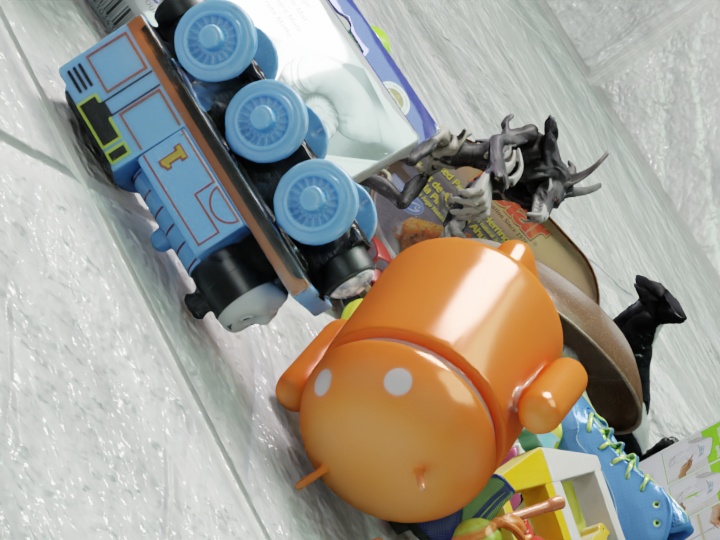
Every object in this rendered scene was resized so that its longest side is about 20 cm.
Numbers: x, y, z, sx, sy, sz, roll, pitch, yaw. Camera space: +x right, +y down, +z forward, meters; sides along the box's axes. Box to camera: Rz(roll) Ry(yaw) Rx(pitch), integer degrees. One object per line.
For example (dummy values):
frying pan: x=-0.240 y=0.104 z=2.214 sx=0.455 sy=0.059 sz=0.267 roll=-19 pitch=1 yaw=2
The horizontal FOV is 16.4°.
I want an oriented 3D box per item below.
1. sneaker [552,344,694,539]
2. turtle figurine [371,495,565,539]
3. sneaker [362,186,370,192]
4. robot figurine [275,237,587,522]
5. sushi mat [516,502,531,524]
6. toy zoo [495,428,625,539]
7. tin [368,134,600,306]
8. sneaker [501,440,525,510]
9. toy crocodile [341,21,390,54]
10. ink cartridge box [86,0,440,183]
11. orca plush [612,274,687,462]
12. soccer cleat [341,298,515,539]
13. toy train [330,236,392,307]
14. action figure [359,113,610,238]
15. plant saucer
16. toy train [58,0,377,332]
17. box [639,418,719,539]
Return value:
sneaker: x=0.163 y=0.141 z=1.631 sx=0.076 sy=0.105 sz=0.200 roll=57 pitch=30 yaw=-69
turtle figurine: x=0.092 y=0.195 z=1.360 sx=0.200 sy=0.064 sz=0.161 roll=-16 pitch=79 yaw=-56
sneaker: x=0.021 y=-0.072 z=1.891 sx=0.200 sy=0.074 sz=0.082 roll=46 pitch=21 yaw=-3
robot figurine: x=0.041 y=0.059 z=1.379 sx=0.144 sy=0.117 sz=0.200 roll=34 pitch=44 yaw=3
sushi mat: x=0.082 y=0.110 z=1.757 sx=0.096 sy=0.012 sz=0.200 roll=45 pitch=16 yaw=-39
toy zoo: x=0.128 y=0.187 z=1.520 sx=0.131 sy=0.020 sz=0.200 roll=-6 pitch=75 yaw=-57
tin: x=0.090 y=-0.011 z=1.842 sx=0.200 sy=0.112 sz=0.042 roll=48 pitch=-3 yaw=-2
sneaker: x=0.071 y=0.084 z=1.640 sx=0.087 sy=0.074 sz=0.200 roll=40 pitch=19 yaw=-50
toy crocodile: x=-0.045 y=-0.174 z=1.852 sx=0.200 sy=0.062 sz=0.067 roll=37 pitch=18 yaw=34
ink cartridge box: x=-0.051 y=-0.141 z=1.599 sx=0.200 sy=0.041 sz=0.200 roll=-33 pitch=87 yaw=-43
orca plush: x=0.180 y=0.107 z=1.817 sx=0.105 sy=0.200 sz=0.071 roll=40 pitch=32 yaw=17
soccer cleat: x=0.040 y=0.084 z=1.497 sx=0.065 sy=0.084 sz=0.200 roll=45 pitch=16 yaw=-41
toy train: x=0.000 y=0.000 z=1.654 sx=0.034 sy=0.046 sz=0.200 roll=47 pitch=15 yaw=-36
action figure: x=0.073 y=-0.058 z=1.770 sx=0.119 sy=0.200 sz=0.102 roll=96 pitch=2 yaw=-58
plant saucer: x=0.119 y=0.037 z=1.729 sx=0.200 sy=0.037 sz=0.200 roll=33 pitch=-18 yaw=12
toy train: x=-0.074 y=-0.057 z=1.362 sx=0.200 sy=0.114 sz=0.087 roll=58 pitch=5 yaw=12
box: x=0.233 y=0.197 z=1.716 sx=0.097 sy=0.176 sz=0.200 roll=56 pitch=11 yaw=-17
